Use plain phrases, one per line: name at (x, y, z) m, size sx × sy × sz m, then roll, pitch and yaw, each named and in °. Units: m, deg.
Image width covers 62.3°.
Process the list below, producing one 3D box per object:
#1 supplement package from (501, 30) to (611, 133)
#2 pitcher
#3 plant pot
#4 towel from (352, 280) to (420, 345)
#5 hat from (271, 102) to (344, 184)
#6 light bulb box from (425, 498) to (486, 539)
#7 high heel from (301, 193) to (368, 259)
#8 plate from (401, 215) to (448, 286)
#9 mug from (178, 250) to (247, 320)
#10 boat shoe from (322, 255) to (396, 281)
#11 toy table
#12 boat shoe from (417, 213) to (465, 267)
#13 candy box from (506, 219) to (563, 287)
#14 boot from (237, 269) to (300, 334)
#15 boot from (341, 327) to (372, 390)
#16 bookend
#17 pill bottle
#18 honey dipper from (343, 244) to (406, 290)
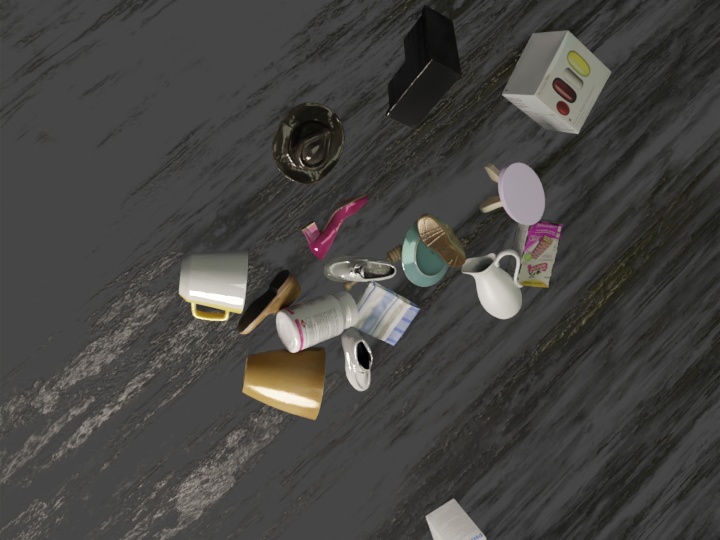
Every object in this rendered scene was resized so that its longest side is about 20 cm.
supplement package at (0.540, -0.518, 1.645) m, size 0.198 × 0.147 × 0.194 m, roll 25°, pitch 95°, yaw -29°
pitcher at (0.417, 0.037, 1.756) m, size 0.170 × 0.122 × 0.201 m, roll -22°, pitch 118°, yaw 31°
plant pot at (-0.203, 0.281, 1.552) m, size 0.196 × 0.187 × 0.190 m, roll 9°, pitch 102°, yaw -12°
towel at (0.063, 0.125, 1.681) m, size 0.198 × 0.024 × 0.148 m, roll 28°, pitch 103°, yaw -32°
hat at (-0.116, -0.307, 1.452) m, size 0.197 × 0.081 × 0.205 m, roll -7°, pitch 107°, yaw -22°
light bulb box at (0.332, 0.908, 1.957) m, size 0.123 × 0.200 × 0.201 m, roll -26°, pitch 115°, yaw -14°
high heel at (-0.050, -0.115, 1.543) m, size 0.198 × 0.067 × 0.097 m, roll -33°, pitch 106°, yaw -6°
plate at (0.197, -0.053, 1.678) m, size 0.197 × 0.025 × 0.204 m, roll -8°, pitch 104°, yaw -34°
mug at (-0.354, 0.039, 1.421) m, size 0.150 × 0.149 × 0.190 m, roll 5°, pitch 97°, yaw -17°
boat shoe at (0.000, 0.000, 1.585) m, size 0.196 × 0.068 × 0.074 m, roll 6°, pitch 92°, yaw -8°
toy table at (0.434, -0.228, 1.703) m, size 0.182 × 0.117 × 0.202 m, roll -33°, pitch 117°, yaw -12°
boat shoe at (0.223, -0.093, 1.640) m, size 0.071 × 0.066 × 0.200 m, roll -26°, pitch 125°, yaw 32°
candy box at (0.533, -0.055, 1.832) m, size 0.134 × 0.061 × 0.204 m, roll 3°, pitch 105°, yaw -25°
boot at (-0.232, 0.097, 1.535) m, size 0.200 × 0.073 × 0.076 m, roll -47°, pitch 128°, yaw -7°
boot at (-0.001, 0.266, 1.670) m, size 0.073 × 0.095 × 0.203 m, roll -22°, pitch 114°, yaw -16°
bookend at (0.147, -0.504, 1.490) m, size 0.091 × 0.202 × 0.200 m, roll 16°, pitch 143°, yaw -27°
pill bottle at (-0.111, 0.129, 1.558) m, size 0.197 × 0.113 × 0.115 m, roll -18°, pitch 113°, yaw -30°
honey dipper at (0.037, -0.005, 1.639) m, size 0.198 × 0.038 × 0.038 m, roll -33°, pitch 116°, yaw -10°
